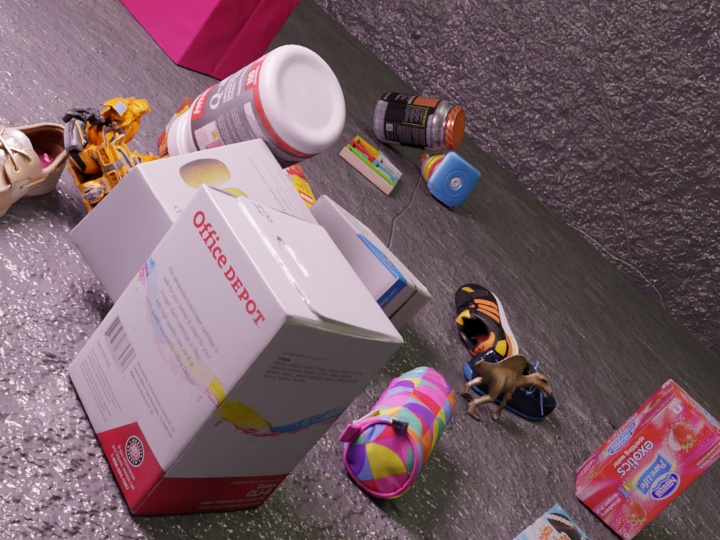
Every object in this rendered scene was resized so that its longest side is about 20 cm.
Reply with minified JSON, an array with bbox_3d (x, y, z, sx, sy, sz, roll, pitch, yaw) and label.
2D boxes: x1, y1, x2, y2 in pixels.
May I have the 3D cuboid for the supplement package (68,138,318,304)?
[{"bbox_3d":[-0.149,-0.038,0.829,0.114,0.109,0.200,55,29,2],"label":"supplement package"}]

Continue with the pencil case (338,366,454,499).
[{"bbox_3d":[0.044,0.164,0.931,0.088,0.089,0.200,43,17,7],"label":"pencil case"}]

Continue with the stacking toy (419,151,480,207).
[{"bbox_3d":[0.186,-0.240,2.107,0.116,0.110,0.200,31,10,-31],"label":"stacking toy"}]

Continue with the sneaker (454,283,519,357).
[{"bbox_3d":[0.186,0.075,1.422,0.090,0.070,0.201,32,22,-33],"label":"sneaker"}]

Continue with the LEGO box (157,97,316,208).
[{"bbox_3d":[-0.161,-0.121,1.166,0.199,0.077,0.149,28,22,-33],"label":"LEGO box"}]

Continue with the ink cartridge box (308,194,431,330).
[{"bbox_3d":[0.000,0.000,1.141,0.146,0.084,0.200,47,5,18],"label":"ink cartridge box"}]

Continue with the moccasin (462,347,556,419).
[{"bbox_3d":[0.240,0.170,1.317,0.199,0.068,0.081,24,25,-42],"label":"moccasin"}]

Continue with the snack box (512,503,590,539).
[{"bbox_3d":[0.218,0.332,0.964,0.116,0.037,0.199,48,20,20],"label":"snack box"}]

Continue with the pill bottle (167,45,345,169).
[{"bbox_3d":[-0.121,-0.160,0.973,0.115,0.199,0.117,16,68,-42],"label":"pill bottle"}]

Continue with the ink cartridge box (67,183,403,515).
[{"bbox_3d":[-0.097,0.065,0.684,0.144,0.200,0.146,15,31,-51],"label":"ink cartridge box"}]

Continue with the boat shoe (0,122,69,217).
[{"bbox_3d":[-0.327,-0.101,0.807,0.073,0.069,0.200,38,18,-6],"label":"boat shoe"}]

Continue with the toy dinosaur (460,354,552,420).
[{"bbox_3d":[0.181,0.149,1.199,0.199,0.101,0.058,21,26,-45],"label":"toy dinosaur"}]

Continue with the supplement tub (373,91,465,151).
[{"bbox_3d":[0.141,-0.350,2.083,0.198,0.124,0.122,14,9,23],"label":"supplement tub"}]

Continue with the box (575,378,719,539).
[{"bbox_3d":[0.401,0.263,1.222,0.100,0.200,0.095,42,17,5],"label":"box"}]

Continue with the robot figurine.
[{"bbox_3d":[-0.250,-0.113,0.921,0.200,0.058,0.146,-97,168,-67],"label":"robot figurine"}]

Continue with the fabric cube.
[{"bbox_3d":[-0.269,-0.488,1.586,0.196,0.200,0.199,47,20,22],"label":"fabric cube"}]

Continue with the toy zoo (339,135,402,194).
[{"bbox_3d":[0.027,-0.227,1.862,0.131,0.021,0.200,40,18,-4],"label":"toy zoo"}]
